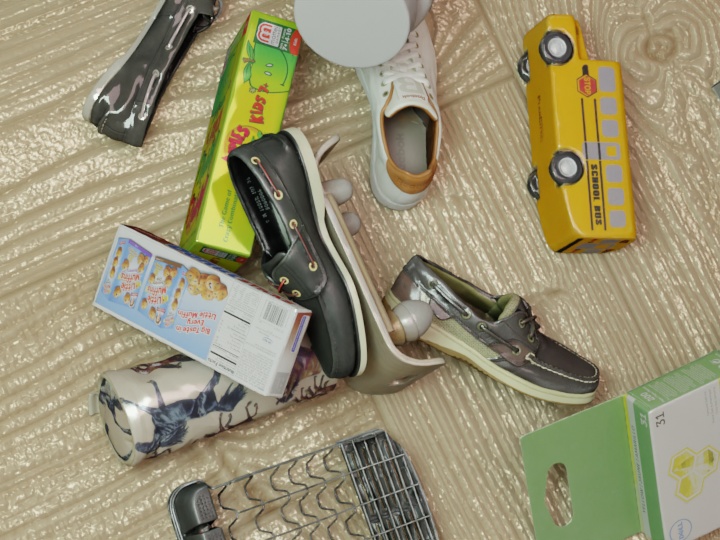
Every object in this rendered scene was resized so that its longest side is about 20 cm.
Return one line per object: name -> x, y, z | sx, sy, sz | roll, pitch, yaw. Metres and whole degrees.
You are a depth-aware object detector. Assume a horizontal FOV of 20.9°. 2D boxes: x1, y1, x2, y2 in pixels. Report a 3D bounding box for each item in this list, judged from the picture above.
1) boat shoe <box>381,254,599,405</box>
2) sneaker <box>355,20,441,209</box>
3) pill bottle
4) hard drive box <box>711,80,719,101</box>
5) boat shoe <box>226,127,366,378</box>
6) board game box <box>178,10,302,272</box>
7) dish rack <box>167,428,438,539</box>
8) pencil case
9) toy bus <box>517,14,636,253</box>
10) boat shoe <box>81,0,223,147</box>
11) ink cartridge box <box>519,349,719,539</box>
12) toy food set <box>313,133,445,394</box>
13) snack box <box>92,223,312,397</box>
boat shoe -> 0.117, 0.050, 1.636 | 0.199, 0.073, 0.065 | 23, 112, -10
sneaker -> 0.040, -0.159, 1.663 | 0.073, 0.085, 0.201 | -3, 76, -15
pill bottle -> 0.014, -0.261, 1.619 | 0.114, 0.114, 0.200 | 28, 41, -8
hard drive box -> 0.442, -0.127, 1.771 | 0.156, 0.077, 0.200 | -29, 87, -19
boat shoe -> -0.050, -0.007, 1.516 | 0.063, 0.074, 0.202 | -21, 96, -26
board game box -> -0.100, -0.100, 1.601 | 0.047, 0.102, 0.201 | 16, 74, -12
dish rack -> -0.039, 0.218, 1.576 | 0.199, 0.055, 0.154 | -17, 84, -20
pencil case -> -0.116, 0.090, 1.569 | 0.199, 0.089, 0.078 | -20, 112, -18
toy bus -> 0.189, -0.119, 1.704 | 0.078, 0.065, 0.201 | 0, 78, -16
boat shoe -> -0.154, -0.190, 1.623 | 0.057, 0.067, 0.200 | 33, 78, 4
ink cartridge box -> 0.237, 0.168, 1.630 | 0.199, 0.048, 0.146 | -22, 119, -21
toy food set -> 0.000, 0.000, 1.585 | 0.060, 0.143, 0.201 | -22, 84, -19
snack box -> -0.127, 0.029, 1.527 | 0.024, 0.200, 0.072 | 9, 102, -54
